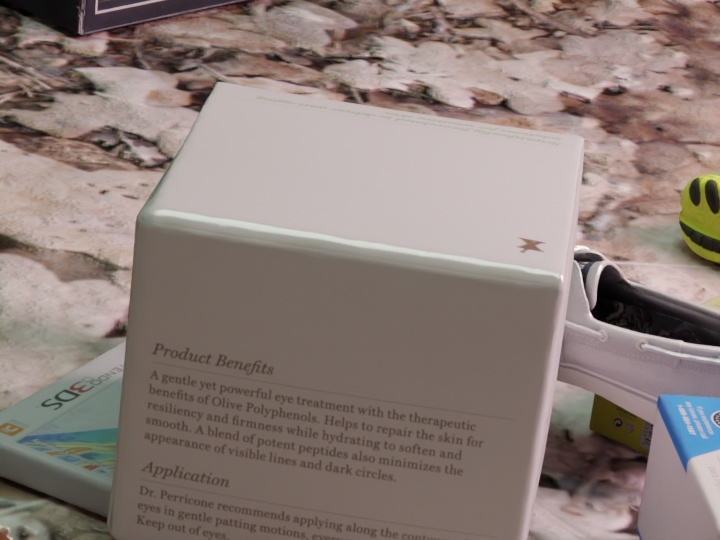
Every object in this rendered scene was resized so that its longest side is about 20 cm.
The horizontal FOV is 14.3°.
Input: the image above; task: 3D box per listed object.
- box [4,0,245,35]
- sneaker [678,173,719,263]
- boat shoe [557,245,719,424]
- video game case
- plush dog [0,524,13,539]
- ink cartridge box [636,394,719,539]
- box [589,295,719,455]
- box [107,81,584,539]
[{"bbox_3d":[-0.165,-0.296,2.114,0.123,0.200,0.199,23,28,39],"label":"box"},{"bbox_3d":[0.293,-0.024,1.775,0.199,0.075,0.083,24,32,35],"label":"sneaker"},{"bbox_3d":[0.119,0.023,1.496,0.199,0.069,0.072,27,39,25],"label":"boat shoe"},{"bbox_3d":[-0.070,0.089,1.472,0.199,0.022,0.182,18,26,24],"label":"video game case"},{"bbox_3d":[-0.259,0.138,1.203,0.199,0.161,0.172,28,-2,-26],"label":"plush dog"},{"bbox_3d":[0.247,0.131,1.388,0.198,0.085,0.146,3,23,-9],"label":"ink cartridge box"},{"bbox_3d":[0.213,0.052,1.606,0.075,0.050,0.200,23,27,31],"label":"box"},{"bbox_3d":[-0.002,0.029,1.383,0.198,0.172,0.200,9,23,4],"label":"box"}]
